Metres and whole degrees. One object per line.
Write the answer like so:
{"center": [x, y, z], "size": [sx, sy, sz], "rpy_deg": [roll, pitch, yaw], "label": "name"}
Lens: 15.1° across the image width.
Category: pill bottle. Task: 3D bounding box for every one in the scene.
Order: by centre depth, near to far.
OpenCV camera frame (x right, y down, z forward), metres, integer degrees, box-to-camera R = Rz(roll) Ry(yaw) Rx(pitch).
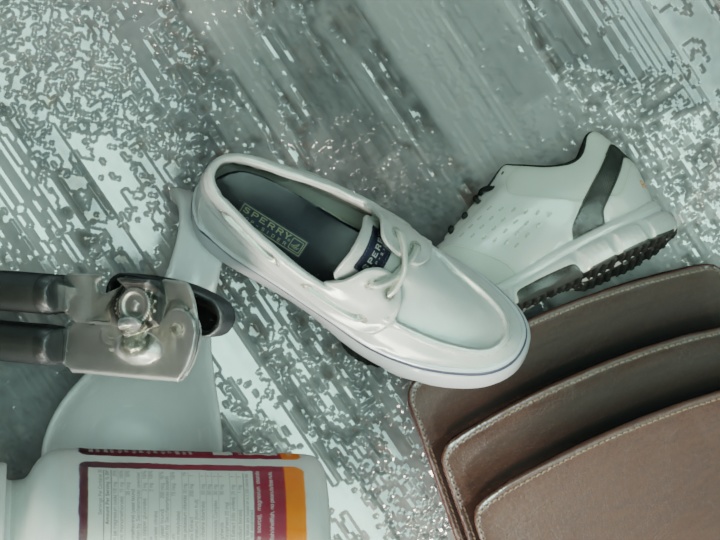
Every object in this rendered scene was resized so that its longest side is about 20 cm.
{"center": [-0.120, 0.150, 1.445], "size": [0.199, 0.110, 0.110], "rpy_deg": [2, 93, -7], "label": "pill bottle"}

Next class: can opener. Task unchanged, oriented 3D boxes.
{"center": [-0.163, 0.026, 1.461], "size": [0.200, 0.067, 0.054], "rpy_deg": [4, 93, 29], "label": "can opener"}

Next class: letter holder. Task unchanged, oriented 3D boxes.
{"center": [0.143, 0.092, 1.515], "size": [0.200, 0.101, 0.142], "rpy_deg": [-21, 102, -8], "label": "letter holder"}

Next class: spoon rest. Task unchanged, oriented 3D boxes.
{"center": [-0.112, 0.055, 1.498], "size": [0.099, 0.061, 0.201], "rpy_deg": [16, 90, -10], "label": "spoon rest"}

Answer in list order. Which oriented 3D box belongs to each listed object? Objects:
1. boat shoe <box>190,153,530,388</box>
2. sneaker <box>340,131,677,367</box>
{"center": [0.000, 0.000, 1.448], "size": [0.200, 0.065, 0.074], "rpy_deg": [23, 71, 1], "label": "boat shoe"}
{"center": [0.074, -0.009, 1.528], "size": [0.200, 0.074, 0.080], "rpy_deg": [-25, 79, -10], "label": "sneaker"}
